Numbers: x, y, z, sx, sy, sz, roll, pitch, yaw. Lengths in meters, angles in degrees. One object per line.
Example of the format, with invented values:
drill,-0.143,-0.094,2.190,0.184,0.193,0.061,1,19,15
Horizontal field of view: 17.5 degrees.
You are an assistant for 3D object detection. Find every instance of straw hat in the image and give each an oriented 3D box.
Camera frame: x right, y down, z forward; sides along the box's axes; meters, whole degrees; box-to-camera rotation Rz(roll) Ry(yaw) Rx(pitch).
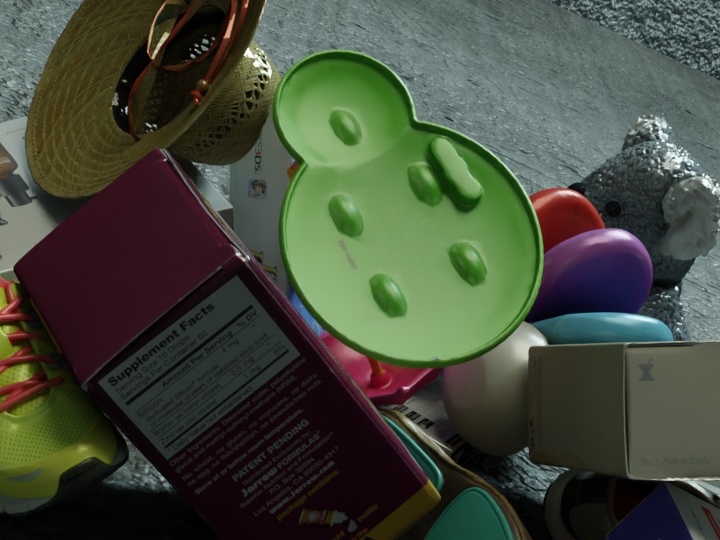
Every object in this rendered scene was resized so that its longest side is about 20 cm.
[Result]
straw hat,-0.094,-0.104,1.329,0.085,0.201,0.201,34,9,-35

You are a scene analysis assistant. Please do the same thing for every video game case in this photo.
video game case,-0.034,-0.032,1.501,0.045,0.183,0.200,4,12,16

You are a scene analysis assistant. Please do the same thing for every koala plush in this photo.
koala plush,0.197,-0.010,1.738,0.182,0.201,0.178,20,17,-17

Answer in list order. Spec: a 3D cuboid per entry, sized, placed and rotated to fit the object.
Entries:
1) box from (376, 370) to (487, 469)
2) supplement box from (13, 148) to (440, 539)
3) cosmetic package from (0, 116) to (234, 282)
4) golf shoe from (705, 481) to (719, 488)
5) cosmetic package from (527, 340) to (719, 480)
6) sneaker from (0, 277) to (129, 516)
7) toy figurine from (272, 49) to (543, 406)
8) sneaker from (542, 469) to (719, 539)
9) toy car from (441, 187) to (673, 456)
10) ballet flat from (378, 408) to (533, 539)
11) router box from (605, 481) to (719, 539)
box,0.039,0.083,1.516,0.110,0.035,0.200,30,17,14
supplement box,-0.066,0.058,1.184,0.200,0.103,0.131,52,-1,-35
cosmetic package,-0.192,-0.028,1.342,0.199,0.052,0.151,-17,40,-24
golf shoe,0.243,0.126,1.591,0.075,0.092,0.200,11,21,-36
cosmetic package,0.164,0.075,1.290,0.102,0.074,0.200,0,-2,-9
sneaker,-0.182,0.050,1.168,0.078,0.091,0.200,-25,32,-19
toy figurine,0.000,0.000,1.364,0.149,0.184,0.201,-23,72,-21
sneaker,0.212,0.166,1.414,0.198,0.075,0.079,16,-19,-13
toy car,0.122,0.030,1.474,0.174,0.151,0.200,15,23,-40
ballet flat,0.057,0.149,1.324,0.072,0.068,0.200,37,2,-39
router box,0.233,0.222,1.223,0.179,0.049,0.201,28,26,-34
